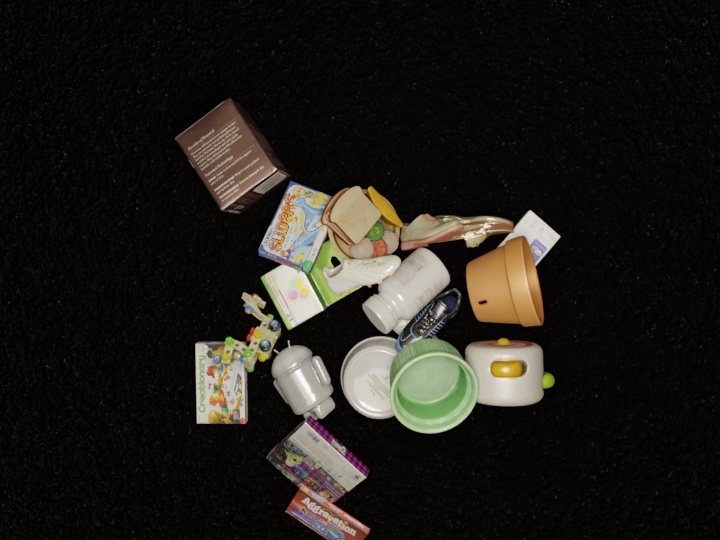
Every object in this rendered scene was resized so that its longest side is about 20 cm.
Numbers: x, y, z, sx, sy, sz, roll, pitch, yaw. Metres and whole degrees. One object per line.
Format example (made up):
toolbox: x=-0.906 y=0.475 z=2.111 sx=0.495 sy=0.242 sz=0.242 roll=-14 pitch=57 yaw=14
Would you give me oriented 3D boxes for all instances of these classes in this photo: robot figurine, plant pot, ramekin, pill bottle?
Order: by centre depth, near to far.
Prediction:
ramekin: x=0.157 y=0.252 z=1.494 sx=0.196 sy=0.098 sz=0.203 roll=-2 pitch=111 yaw=-6
plant pot: x=0.323 y=0.034 z=1.503 sx=0.138 sy=0.200 sz=0.204 roll=-12 pitch=91 yaw=21
pill bottle: x=0.105 y=0.050 z=1.562 sx=0.199 sy=0.114 sz=0.115 roll=-41 pitch=88 yaw=-15
ramekin: x=0.047 y=0.264 z=1.611 sx=0.199 sy=0.094 sz=0.206 roll=0 pitch=92 yaw=4
robot figurine: x=-0.142 y=0.267 z=1.618 sx=0.169 sy=0.113 sz=0.202 roll=-33 pitch=88 yaw=31

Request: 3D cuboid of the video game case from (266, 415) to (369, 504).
video game case: x=-0.105 y=0.468 z=1.614 sx=0.200 sy=0.036 sz=0.181 roll=42 pitch=121 yaw=-3

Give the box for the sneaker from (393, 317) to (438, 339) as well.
sneaker: x=0.130 y=0.146 z=1.608 sx=0.199 sy=0.080 sz=0.077 roll=41 pitch=96 yaw=4

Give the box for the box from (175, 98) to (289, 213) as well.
box: x=-0.299 y=-0.267 z=1.588 sx=0.163 sy=0.166 sz=0.201 roll=-35 pitch=88 yaw=6

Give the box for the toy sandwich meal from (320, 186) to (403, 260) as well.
toy sandwich meal: x=0.010 y=-0.109 z=1.586 sx=0.202 sy=0.070 sz=0.209 roll=1 pitch=85 yaw=-17

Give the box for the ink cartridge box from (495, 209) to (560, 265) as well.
ink cartridge box: x=0.377 y=-0.037 z=1.602 sx=0.099 sy=0.039 sz=0.200 roll=41 pitch=93 yaw=2

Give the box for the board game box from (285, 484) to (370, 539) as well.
board game box: x=-0.083 y=0.618 z=1.650 sx=0.198 sy=0.019 sz=0.104 roll=32 pitch=121 yaw=3

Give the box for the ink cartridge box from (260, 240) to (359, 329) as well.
ink cartridge box: x=-0.120 y=0.029 z=1.627 sx=0.198 sy=0.076 sz=0.149 roll=-30 pitch=89 yaw=6

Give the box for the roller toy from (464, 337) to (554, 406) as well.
roller toy: x=0.330 y=0.228 z=1.540 sx=0.181 sy=0.198 sz=0.142 roll=-1 pitch=91 yaw=49

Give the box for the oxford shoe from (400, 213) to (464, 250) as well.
oxford shoe: x=0.158 y=-0.099 z=1.556 sx=0.199 sy=0.070 sz=0.075 roll=-15 pitch=84 yaw=49

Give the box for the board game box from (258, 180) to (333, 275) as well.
board game box: x=-0.145 y=-0.104 z=1.604 sx=0.133 sy=0.035 sz=0.202 roll=20 pitch=67 yaw=3

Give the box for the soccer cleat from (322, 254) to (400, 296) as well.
soccer cleat: x=0.000 y=0.000 z=1.552 sx=0.198 sy=0.070 sz=0.078 roll=-21 pitch=116 yaw=27

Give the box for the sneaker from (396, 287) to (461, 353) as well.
sneaker: x=0.159 y=0.114 z=1.544 sx=0.070 sy=0.078 sz=0.200 roll=41 pitch=68 yaw=17

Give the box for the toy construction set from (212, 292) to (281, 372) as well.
toy construction set: x=-0.268 y=0.157 z=1.624 sx=0.129 sy=0.093 sz=0.202 roll=13 pitch=64 yaw=11

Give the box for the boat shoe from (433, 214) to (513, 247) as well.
boat shoe: x=0.266 y=-0.092 z=1.592 sx=0.197 sy=0.076 sz=0.075 roll=2 pitch=89 yaw=14

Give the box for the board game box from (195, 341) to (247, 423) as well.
board game box: x=-0.349 y=0.282 z=1.675 sx=0.124 sy=0.035 sz=0.204 roll=-1 pitch=92 yaw=5
